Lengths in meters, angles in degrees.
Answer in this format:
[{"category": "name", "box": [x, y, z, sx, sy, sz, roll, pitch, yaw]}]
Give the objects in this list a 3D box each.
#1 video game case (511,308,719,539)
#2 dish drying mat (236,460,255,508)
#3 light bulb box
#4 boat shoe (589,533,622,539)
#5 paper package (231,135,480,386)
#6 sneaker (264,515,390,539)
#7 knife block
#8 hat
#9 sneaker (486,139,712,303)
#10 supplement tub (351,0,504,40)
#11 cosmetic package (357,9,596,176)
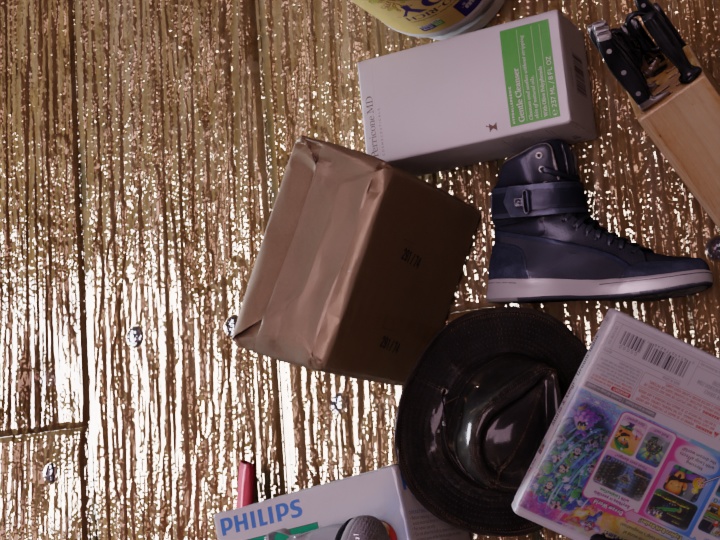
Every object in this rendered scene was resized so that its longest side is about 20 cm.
[{"category": "video game case", "box": [0.249, 0.152, 1.017, 0.200, 0.024, 0.182, 25, 96, -6]}, {"category": "dish drying mat", "box": [-0.116, 0.287, 1.232, 0.018, 0.077, 0.200, 5, 84, -8]}, {"category": "light bulb box", "box": [-0.004, 0.290, 1.135, 0.198, 0.125, 0.200, -20, 75, 25]}, {"category": "boat shoe", "box": [0.180, 0.273, 1.023, 0.062, 0.075, 0.200, 26, 140, 10]}, {"category": "paper package", "box": [0.000, 0.000, 1.132, 0.103, 0.200, 0.191, 20, 92, 29]}, {"category": "sneaker", "box": [-0.033, 0.303, 1.037, 0.115, 0.075, 0.200, -7, 74, 27]}, {"category": "knife block", "box": [0.263, -0.125, 1.023, 0.064, 0.176, 0.200, -34, 68, 21]}, {"category": "hat", "box": [0.127, 0.124, 1.057, 0.200, 0.081, 0.201, 1, 82, -9]}, {"category": "sneaker", "box": [0.203, -0.044, 1.099, 0.202, 0.077, 0.146, 0, 85, 30]}, {"category": "supplement tub", "box": [0.045, -0.297, 1.152, 0.145, 0.200, 0.145, -5, 80, 28]}, {"category": "cosmetic package", "box": [0.106, -0.157, 1.165, 0.200, 0.085, 0.108, -11, 80, 25]}]
